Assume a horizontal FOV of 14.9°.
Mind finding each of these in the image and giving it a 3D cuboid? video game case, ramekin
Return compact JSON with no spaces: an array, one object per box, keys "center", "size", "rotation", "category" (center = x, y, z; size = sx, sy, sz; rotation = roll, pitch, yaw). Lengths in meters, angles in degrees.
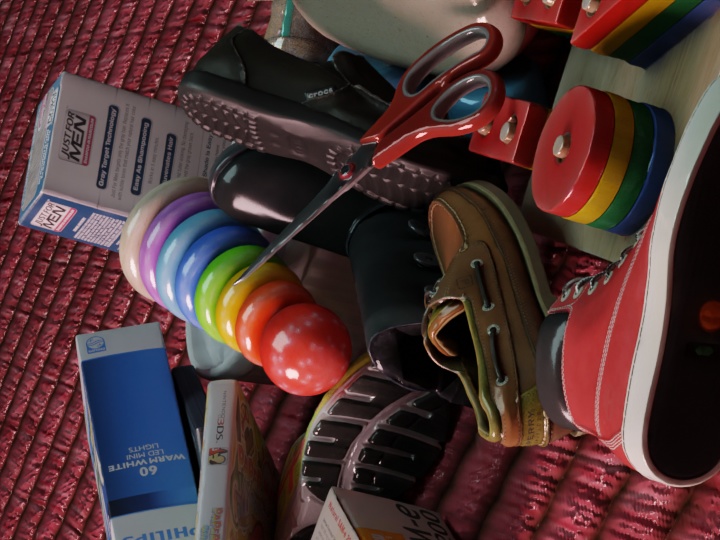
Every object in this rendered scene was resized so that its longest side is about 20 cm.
[{"center":[-0.094,0.175,1.767],"size":[0.143,0.019,0.200],"rotation":[-127,30,-73],"category":"video game case"},{"center":[-0.037,-0.013,1.814],"size":[0.202,0.094,0.203],"rotation":[-164,90,-70],"category":"ramekin"},{"center":[-0.067,0.194,1.676],"size":[0.200,0.023,0.182],"rotation":[70,-161,-55],"category":"video game case"}]

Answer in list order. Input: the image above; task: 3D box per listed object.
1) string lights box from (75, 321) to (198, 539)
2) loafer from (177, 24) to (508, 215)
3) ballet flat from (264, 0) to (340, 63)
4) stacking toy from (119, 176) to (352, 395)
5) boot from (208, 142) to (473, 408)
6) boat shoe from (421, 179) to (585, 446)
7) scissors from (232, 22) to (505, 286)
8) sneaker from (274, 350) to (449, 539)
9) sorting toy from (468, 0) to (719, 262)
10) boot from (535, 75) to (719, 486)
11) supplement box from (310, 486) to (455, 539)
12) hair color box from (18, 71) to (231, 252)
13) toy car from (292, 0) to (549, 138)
[{"center":[-0.135,0.138,1.735],"size":[0.200,0.059,0.103],"rotation":[-107,11,-48],"category":"string lights box"},{"center":[-0.004,-0.093,1.588],"size":[0.073,0.200,0.071],"rotation":[102,-170,-71],"category":"loafer"},{"center":[-0.013,-0.150,1.793],"size":[0.200,0.068,0.067],"rotation":[11,-100,-77],"category":"ballet flat"},{"center":[-0.067,0.014,1.659],"size":[0.200,0.085,0.086],"rotation":[36,110,51],"category":"stacking toy"},{"center":[0.001,0.000,1.602],"size":[0.200,0.164,0.066],"rotation":[-103,23,-55],"category":"boot"},{"center":[0.065,0.018,1.474],"size":[0.200,0.068,0.072],"rotation":[-120,19,-52],"category":"boat shoe"},{"center":[0.002,-0.066,1.534],"size":[0.200,0.014,0.073],"rotation":[-35,45,19],"category":"scissors"},{"center":[-0.009,0.109,1.668],"size":[0.090,0.078,0.200],"rotation":[-97,29,-55],"category":"sneaker"},{"center":[0.133,-0.111,1.461],"size":[0.199,0.069,0.200],"rotation":[-154,81,-70],"category":"sorting toy"},{"center":[0.142,-0.009,1.338],"size":[0.144,0.072,0.200],"rotation":[29,105,64],"category":"boot"},{"center":[-0.005,0.240,1.551],"size":[0.126,0.073,0.200],"rotation":[-124,52,-67],"category":"supplement box"},{"center":[-0.135,-0.060,1.961],"size":[0.061,0.200,0.100],"rotation":[138,144,-56],"category":"hair color box"},{"center":[0.070,-0.209,1.639],"size":[0.177,0.185,0.200],"rotation":[14,43,39],"category":"toy car"}]
